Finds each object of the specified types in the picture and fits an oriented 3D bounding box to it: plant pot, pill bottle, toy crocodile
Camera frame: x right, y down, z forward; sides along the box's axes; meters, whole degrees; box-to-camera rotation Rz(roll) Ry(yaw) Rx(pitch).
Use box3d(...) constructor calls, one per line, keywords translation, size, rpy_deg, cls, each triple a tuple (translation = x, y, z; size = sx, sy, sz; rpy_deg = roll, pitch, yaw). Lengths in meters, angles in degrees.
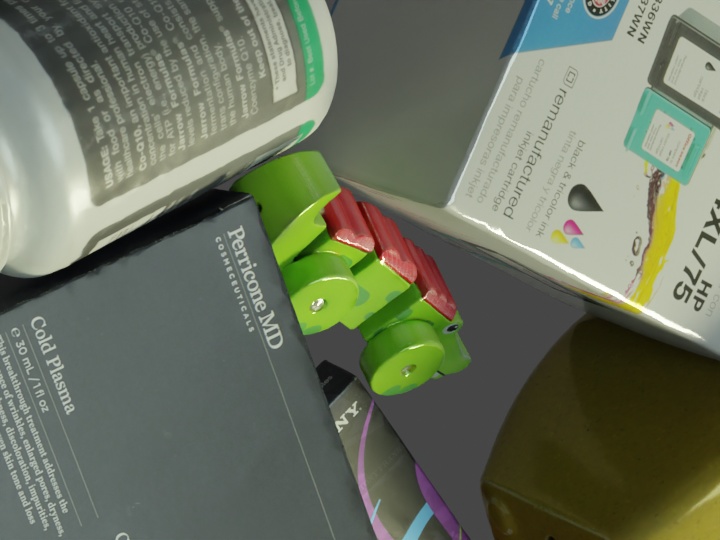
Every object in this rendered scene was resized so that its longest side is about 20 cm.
box3d(translation=(0.174, 0.117, 1.170), size=(0.199, 0.195, 0.196), rpy_deg=(-28, 115, -24), cls="plant pot")
box3d(translation=(-0.114, -0.067, 0.965), size=(0.199, 0.113, 0.114), rpy_deg=(-30, 117, -36), cls="pill bottle")
box3d(translation=(0.000, 0.000, 1.077), size=(0.062, 0.068, 0.200), rpy_deg=(-34, 146, 13), cls="toy crocodile")

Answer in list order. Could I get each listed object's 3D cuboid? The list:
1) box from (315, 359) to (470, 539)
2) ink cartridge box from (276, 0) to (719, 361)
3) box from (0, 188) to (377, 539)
box3d(translation=(-0.009, 0.163, 1.155), size=(0.143, 0.036, 0.200), rpy_deg=(-45, 120, -17), cls="box")
box3d(translation=(0.097, -0.069, 1.101), size=(0.199, 0.146, 0.148), rpy_deg=(25, 87, -35), cls="ink cartridge box")
box3d(translation=(-0.107, 0.091, 1.008), size=(0.181, 0.104, 0.201), rpy_deg=(-24, 104, -22), cls="box")
